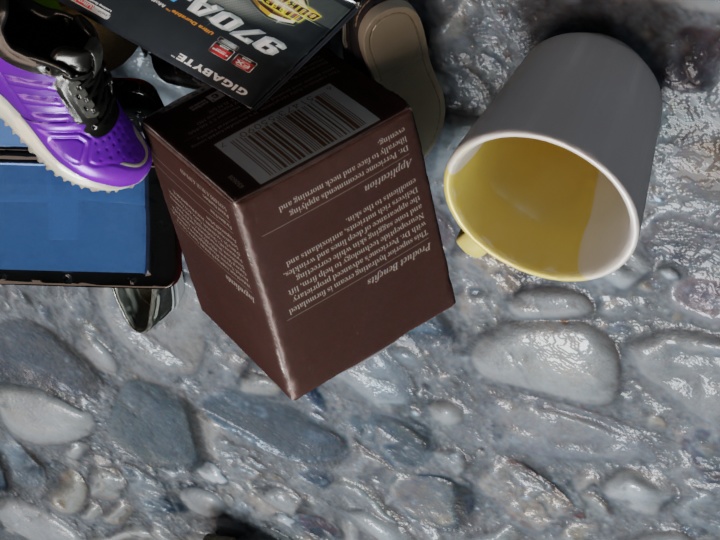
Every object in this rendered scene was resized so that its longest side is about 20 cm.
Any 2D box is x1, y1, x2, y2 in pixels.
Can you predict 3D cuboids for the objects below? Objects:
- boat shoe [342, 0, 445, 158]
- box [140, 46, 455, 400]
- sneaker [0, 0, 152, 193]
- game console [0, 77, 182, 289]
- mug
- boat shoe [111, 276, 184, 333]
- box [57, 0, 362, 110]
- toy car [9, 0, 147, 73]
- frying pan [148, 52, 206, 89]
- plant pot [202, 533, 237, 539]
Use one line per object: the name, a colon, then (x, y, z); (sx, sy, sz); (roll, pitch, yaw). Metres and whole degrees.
boat shoe: (0.022, -0.159, 1.393); (0.063, 0.072, 0.201); (58, 167, 35)
box: (-0.048, -0.045, 1.362); (0.164, 0.165, 0.201); (39, 151, 47)
sneaker: (-0.217, -0.138, 1.272); (0.099, 0.070, 0.200); (-25, 127, 37)
game console: (-0.254, -0.071, 1.402); (0.198, 0.120, 0.173); (1, 159, 7)
mug: (0.142, -0.097, 1.292); (0.185, 0.154, 0.150); (-3, 134, 35)
boat shoe: (-0.220, -0.016, 1.686); (0.072, 0.071, 0.201); (9, 139, 23)
box: (-0.116, -0.213, 1.222); (0.199, 0.046, 0.159); (28, 143, -21)
toy car: (-0.241, -0.214, 1.407); (0.157, 0.165, 0.200); (2, 149, 31)
frying pan: (-0.119, -0.161, 1.396); (0.114, 0.031, 0.190); (11, -175, -6)
plant pot: (-0.113, 0.427, 2.074); (0.172, 0.201, 0.201); (4, 141, 1)
